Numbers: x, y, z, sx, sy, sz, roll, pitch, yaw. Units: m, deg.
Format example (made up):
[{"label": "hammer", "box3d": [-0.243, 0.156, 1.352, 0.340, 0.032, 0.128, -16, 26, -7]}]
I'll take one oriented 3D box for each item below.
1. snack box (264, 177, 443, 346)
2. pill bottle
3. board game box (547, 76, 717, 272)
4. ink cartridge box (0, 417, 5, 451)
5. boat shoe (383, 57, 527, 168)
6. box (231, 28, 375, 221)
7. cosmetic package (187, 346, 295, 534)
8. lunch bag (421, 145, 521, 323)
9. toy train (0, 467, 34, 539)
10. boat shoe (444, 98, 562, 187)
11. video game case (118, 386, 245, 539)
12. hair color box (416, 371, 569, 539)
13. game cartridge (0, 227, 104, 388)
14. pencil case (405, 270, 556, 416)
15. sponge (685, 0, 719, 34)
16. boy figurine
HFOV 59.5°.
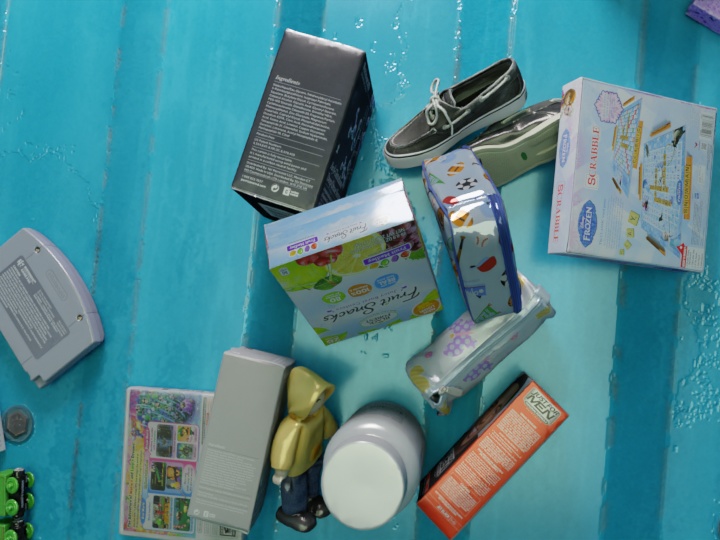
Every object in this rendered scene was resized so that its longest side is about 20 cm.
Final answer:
[{"label": "snack box", "box3d": [0.000, 0.000, 0.752, 0.166, 0.201, 0.069, -18, 56, 7]}, {"label": "pill bottle", "box3d": [0.016, 0.225, 0.739, 0.112, 0.200, 0.117, 0, 87, 9]}, {"label": "board game box", "box3d": [0.326, -0.108, 0.751, 0.196, 0.041, 0.204, 7, 88, -16]}, {"label": "ink cartridge box", "box3d": [-0.609, 0.174, 0.862, 0.142, 0.145, 0.204, -13, 86, 7]}, {"label": "boat shoe", "box3d": [0.111, -0.199, 0.793, 0.197, 0.068, 0.074, -21, 51, 18]}, {"label": "box", "box3d": [-0.063, -0.162, 0.788, 0.105, 0.148, 0.203, 17, 85, 8]}, {"label": "cosmetic package", "box3d": [-0.146, 0.203, 0.791, 0.089, 0.107, 0.203, 15, 89, 2]}, {"label": "lunch bag", "box3d": [0.130, -0.044, 0.734, 0.074, 0.201, 0.162, -17, 122, 8]}, {"label": "toy train", "box3d": [-0.495, 0.382, 0.891, 0.055, 0.042, 0.204, -1, 87, 18]}, {"label": "boat shoe", "box3d": [0.183, -0.159, 0.811, 0.197, 0.072, 0.068, -23, 46, 14]}, {"label": "video game case", "box3d": [-0.240, 0.267, 0.865, 0.179, 0.024, 0.204, 2, 88, 9]}, {"label": "hair color box", "box3d": [0.157, 0.220, 0.769, 0.061, 0.101, 0.200, 43, 93, 8]}, {"label": "game cartridge", "box3d": [-0.458, 0.048, 0.903, 0.133, 0.040, 0.201, -36, 83, 9]}, {"label": "pencil case", "box3d": [0.146, 0.087, 0.782, 0.200, 0.091, 0.083, -43, 82, 3]}, {"label": "sponge", "box3d": [0.512, -0.380, 0.780, 0.111, 0.030, 0.201, 35, 92, 9]}, {"label": "boy figurine", "box3d": [-0.064, 0.215, 0.791, 0.064, 0.124, 0.204, 15, 107, 31]}]
